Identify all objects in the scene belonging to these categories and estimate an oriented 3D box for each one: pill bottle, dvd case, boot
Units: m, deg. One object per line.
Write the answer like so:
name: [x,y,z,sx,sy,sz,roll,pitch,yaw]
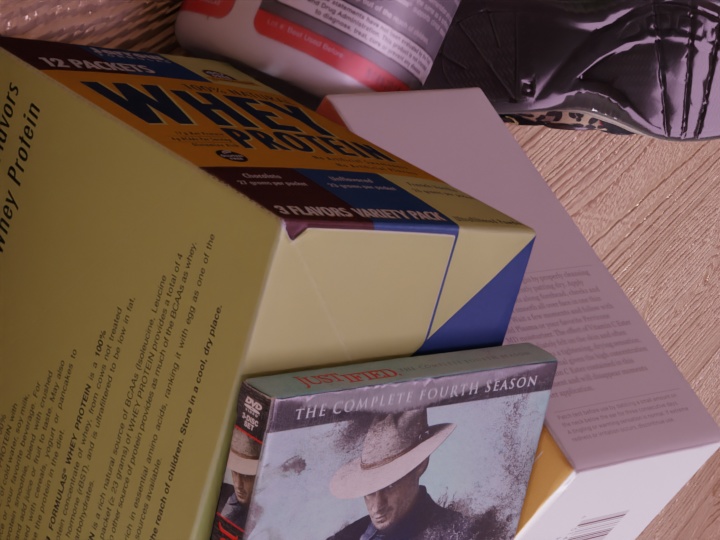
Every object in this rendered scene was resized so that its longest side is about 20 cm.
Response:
pill bottle: [0.005,-0.171,1.035,0.201,0.115,0.116,-66,158,-3]
dvd case: [-0.003,0.127,0.856,0.145,0.022,0.202,-4,114,-42]
boot: [0.094,-0.105,1.167,0.198,0.150,0.074,-1,96,-22]

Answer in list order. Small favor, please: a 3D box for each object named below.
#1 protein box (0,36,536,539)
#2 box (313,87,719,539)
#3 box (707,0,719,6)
protein box: [-0.068,0.036,0.908,0.134,0.199,0.200,2,111,-44]
box: [0.039,0.037,0.976,0.097,0.201,0.125,-6,143,-42]
box: [0.111,-0.191,1.170,0.200,0.175,0.098,0,100,-66]
